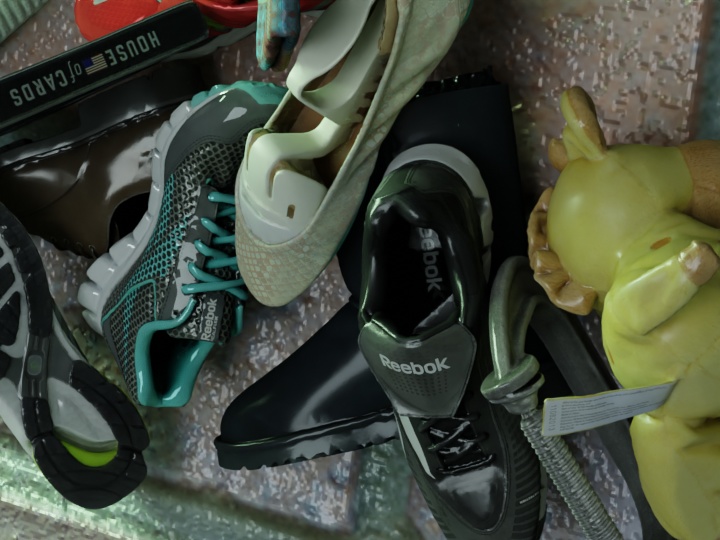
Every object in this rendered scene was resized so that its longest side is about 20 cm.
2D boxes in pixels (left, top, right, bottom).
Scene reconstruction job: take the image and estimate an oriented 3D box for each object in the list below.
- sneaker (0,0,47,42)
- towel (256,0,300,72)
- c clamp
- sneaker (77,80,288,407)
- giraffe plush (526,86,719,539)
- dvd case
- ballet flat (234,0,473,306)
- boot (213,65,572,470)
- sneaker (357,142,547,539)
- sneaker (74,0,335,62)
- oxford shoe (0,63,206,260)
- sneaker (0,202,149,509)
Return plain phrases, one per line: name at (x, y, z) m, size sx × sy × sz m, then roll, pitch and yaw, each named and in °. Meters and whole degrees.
sneaker at (-0.234, -0.160, 1.190) m, size 0.200 × 0.074 × 0.082 m, roll -40°, pitch 77°, yaw 27°
towel at (-0.039, -0.195, 0.953) m, size 0.022 × 0.147 × 0.202 m, roll 0°, pitch 89°, yaw -3°
c clamp at (0.105, 0.092, 0.941) m, size 0.027 × 0.171 × 0.201 m, roll -26°, pitch 98°, yaw 25°
sneaker at (-0.076, -0.007, 1.083) m, size 0.200 × 0.077 × 0.092 m, roll -60°, pitch 38°, yaw 39°
giraffe plush at (0.144, 0.007, 0.942) m, size 0.163 × 0.199 × 0.173 m, roll -114°, pitch 37°, yaw -48°
dvd case at (-0.187, -0.080, 1.090) m, size 0.200 × 0.150 × 0.025 m, roll -17°, pitch 100°, yaw 53°
ballet flat at (-0.020, -0.070, 0.979) m, size 0.067 × 0.062 × 0.201 m, roll 46°, pitch 119°, yaw 33°
boot at (0.000, 0.000, 1.057) m, size 0.199 × 0.076 × 0.169 m, roll -16°, pitch 90°, yaw 25°
sneaker at (0.035, 0.046, 0.965) m, size 0.066 × 0.090 × 0.201 m, roll -9°, pitch 96°, yaw 19°
sneaker at (-0.074, -0.155, 1.084) m, size 0.199 × 0.085 × 0.078 m, roll -10°, pitch 88°, yaw 31°
oxford shoe at (-0.158, -0.035, 1.157) m, size 0.199 × 0.073 × 0.085 m, roll -23°, pitch 86°, yaw 32°
sneaker at (-0.189, 0.037, 1.145) m, size 0.201 × 0.074 × 0.081 m, roll 62°, pitch 164°, yaw -16°
